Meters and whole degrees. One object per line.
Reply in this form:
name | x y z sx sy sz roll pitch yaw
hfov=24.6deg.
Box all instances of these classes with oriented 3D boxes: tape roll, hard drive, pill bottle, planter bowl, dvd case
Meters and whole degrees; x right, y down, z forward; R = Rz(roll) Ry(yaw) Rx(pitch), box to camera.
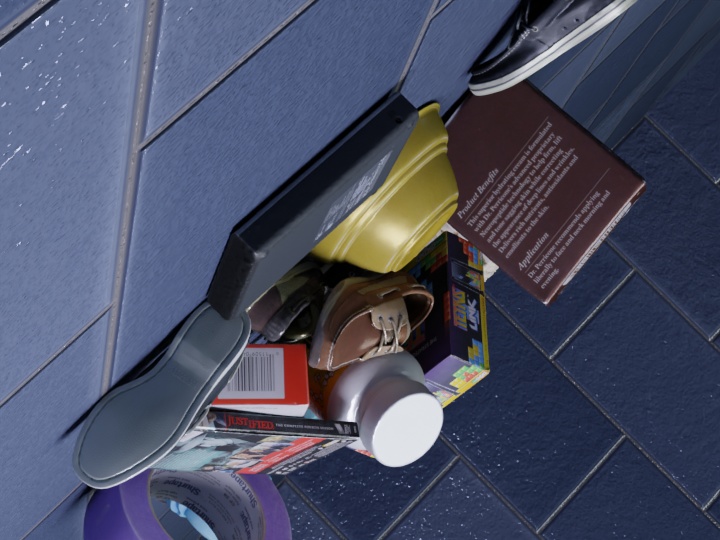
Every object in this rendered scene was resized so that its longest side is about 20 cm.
tape roll | -0.174 0.262 1.677 0.085 0.200 0.200 -49 172 33
hard drive | -0.040 -0.051 1.385 0.200 0.033 0.140 -43 173 -27
pill bottle | -0.004 0.110 1.668 0.112 0.200 0.114 -17 125 -25
planter bowl | 0.035 -0.059 1.591 0.200 0.083 0.200 -45 173 -7
dvd case | -0.120 0.166 1.580 0.198 0.022 0.146 6 157 -33

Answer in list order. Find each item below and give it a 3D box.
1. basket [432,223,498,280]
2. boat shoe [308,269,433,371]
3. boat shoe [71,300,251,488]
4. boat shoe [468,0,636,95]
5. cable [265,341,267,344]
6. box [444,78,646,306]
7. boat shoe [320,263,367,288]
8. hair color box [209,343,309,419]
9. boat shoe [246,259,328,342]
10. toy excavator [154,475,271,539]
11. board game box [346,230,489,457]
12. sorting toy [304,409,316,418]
basket | 0.142 -0.070 1.983 0.123 0.136 0.200 -42 174 5
boat shoe | 0.014 0.046 1.589 0.200 0.071 0.077 -40 146 -56
boat shoe | -0.164 0.112 1.402 0.200 0.076 0.060 -43 167 -19
boat shoe | 0.173 -0.230 1.555 0.199 0.063 0.075 -33 -172 38
cable | -0.087 0.100 1.810 0.096 0.051 0.200 3 -139 46
box | 0.177 -0.090 1.741 0.166 0.200 0.164 -50 173 7
boat shoe | 0.000 0.000 1.781 0.199 0.066 0.075 -45 174 -13
hair color box | -0.114 0.126 1.604 0.109 0.065 0.200 0 164 -8
boat shoe | -0.068 0.037 1.573 0.072 0.066 0.201 -43 171 12
toy excavator | -0.128 0.283 1.885 0.100 0.201 0.194 -46 145 15
board game box | 0.052 0.080 1.770 0.200 0.056 0.167 -42 -145 38
sorting toy | -0.070 0.129 1.959 0.178 0.108 0.200 -25 -166 19
